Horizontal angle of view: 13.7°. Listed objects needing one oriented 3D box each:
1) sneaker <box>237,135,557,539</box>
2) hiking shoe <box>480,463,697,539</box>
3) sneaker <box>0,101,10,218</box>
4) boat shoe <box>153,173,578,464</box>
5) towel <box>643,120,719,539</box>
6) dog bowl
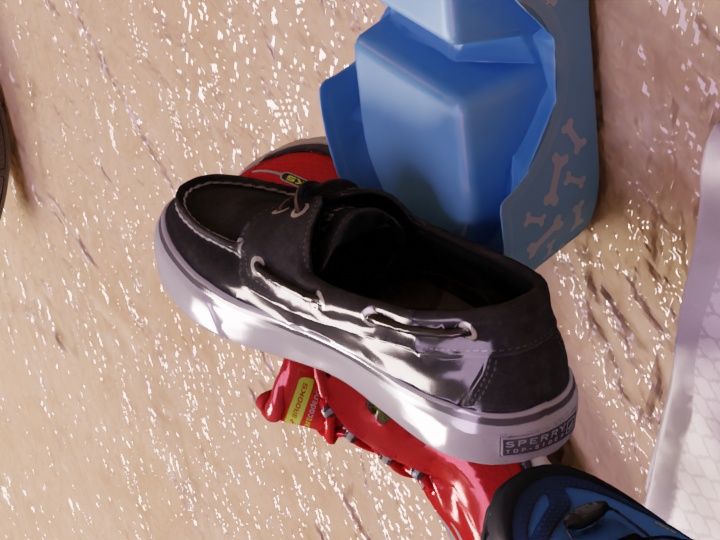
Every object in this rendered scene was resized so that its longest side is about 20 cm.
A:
[{"bbox_3d":[0.006,0.047,1.111,0.201,0.085,0.077,61,155,14],"label":"sneaker"},{"bbox_3d":[0.118,0.113,0.902,0.200,0.074,0.087,40,140,28],"label":"hiking shoe"},{"bbox_3d":[-0.229,-0.096,1.491,0.106,0.074,0.201,27,125,61],"label":"sneaker"},{"bbox_3d":[0.000,0.000,0.997,0.200,0.068,0.057,28,133,45],"label":"boat shoe"},{"bbox_3d":[0.156,0.075,0.899,0.191,0.032,0.201,49,151,33],"label":"towel"},{"bbox_3d":[0.031,-0.083,0.993,0.111,0.049,0.201,36,142,48],"label":"dog bowl"}]
